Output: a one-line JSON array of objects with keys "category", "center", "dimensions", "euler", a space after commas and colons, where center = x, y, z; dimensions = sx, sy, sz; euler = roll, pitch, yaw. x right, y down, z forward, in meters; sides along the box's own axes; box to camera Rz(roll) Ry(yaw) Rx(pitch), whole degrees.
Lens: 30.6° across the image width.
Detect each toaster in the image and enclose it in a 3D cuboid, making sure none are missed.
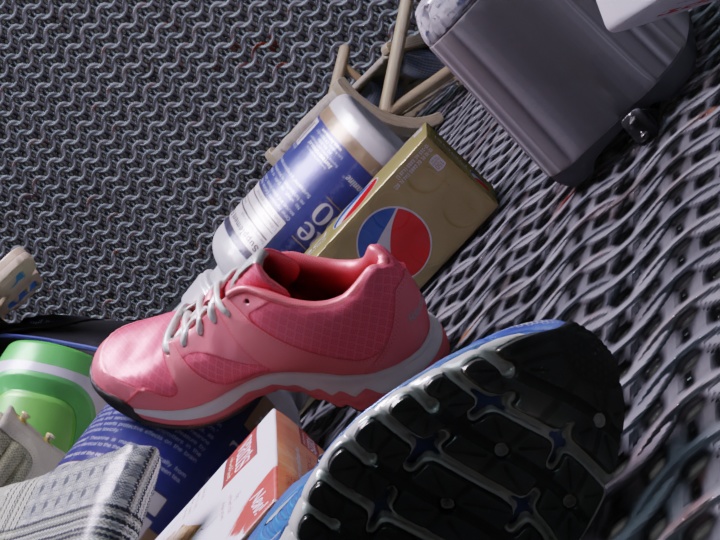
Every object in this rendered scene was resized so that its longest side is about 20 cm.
[{"category": "toaster", "center": [0.107, -0.136, 0.734], "dimensions": [0.114, 0.129, 0.200], "euler": [-45, 9, 24]}]

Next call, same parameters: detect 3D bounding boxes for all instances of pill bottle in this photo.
[{"category": "pill bottle", "center": [-0.101, 0.109, 0.753], "dimensions": [0.111, 0.111, 0.201], "euler": [-39, 13, 48]}, {"category": "pill bottle", "center": [-0.040, -0.023, 0.994], "dimensions": [0.200, 0.111, 0.111], "euler": [-47, 8, 9]}]

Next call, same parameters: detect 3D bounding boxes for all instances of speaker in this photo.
[{"category": "speaker", "center": [-0.228, 0.154, 0.884], "dimensions": [0.088, 0.087, 0.203], "euler": [-33, 43, 61]}]

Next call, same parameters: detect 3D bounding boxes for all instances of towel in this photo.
[{"category": "towel", "center": [-0.176, 0.180, 0.587], "dimensions": [0.199, 0.034, 0.194], "euler": [-20, 42, 43]}]

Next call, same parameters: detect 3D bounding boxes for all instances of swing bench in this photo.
[{"category": "swing bench", "center": [0.020, -0.191, 1.476], "dimensions": [0.201, 0.129, 0.199], "euler": [-59, 13, -29]}]

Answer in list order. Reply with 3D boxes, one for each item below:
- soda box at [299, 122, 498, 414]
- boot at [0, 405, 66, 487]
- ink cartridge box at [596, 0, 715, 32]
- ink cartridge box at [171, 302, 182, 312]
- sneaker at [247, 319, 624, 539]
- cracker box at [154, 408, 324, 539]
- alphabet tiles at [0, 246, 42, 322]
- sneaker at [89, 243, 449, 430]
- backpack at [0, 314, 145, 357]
[{"category": "soda box", "center": [0.000, 0.000, 0.878], "dimensions": [0.200, 0.068, 0.064], "euler": [-47, 9, 12]}, {"category": "boot", "center": [-0.171, 0.138, 0.829], "dimensions": [0.072, 0.154, 0.201], "euler": [-41, 11, 32]}, {"category": "ink cartridge box", "center": [0.178, -0.168, 0.481], "dimensions": [0.143, 0.085, 0.200], "euler": [-19, 0, -16]}, {"category": "ink cartridge box", "center": [-0.291, 0.109, 1.966], "dimensions": [0.200, 0.050, 0.109], "euler": [-40, 12, 43]}, {"category": "sneaker", "center": [0.006, 0.082, 0.439], "dimensions": [0.200, 0.078, 0.089], "euler": [-45, 11, 24]}, {"category": "cracker box", "center": [-0.084, 0.167, 0.582], "dimensions": [0.200, 0.058, 0.134], "euler": [-47, 9, 4]}, {"category": "alphabet tiles", "center": [-0.317, 0.063, 0.976], "dimensions": [0.200, 0.015, 0.196], "euler": [-46, -4, -15]}, {"category": "sneaker", "center": [-0.056, 0.023, 0.680], "dimensions": [0.197, 0.087, 0.074], "euler": [-7, 39, 17]}, {"category": "backpack", "center": [-0.210, 0.110, 1.054], "dimensions": [0.200, 0.180, 0.149], "euler": [-99, 16, -88]}]
